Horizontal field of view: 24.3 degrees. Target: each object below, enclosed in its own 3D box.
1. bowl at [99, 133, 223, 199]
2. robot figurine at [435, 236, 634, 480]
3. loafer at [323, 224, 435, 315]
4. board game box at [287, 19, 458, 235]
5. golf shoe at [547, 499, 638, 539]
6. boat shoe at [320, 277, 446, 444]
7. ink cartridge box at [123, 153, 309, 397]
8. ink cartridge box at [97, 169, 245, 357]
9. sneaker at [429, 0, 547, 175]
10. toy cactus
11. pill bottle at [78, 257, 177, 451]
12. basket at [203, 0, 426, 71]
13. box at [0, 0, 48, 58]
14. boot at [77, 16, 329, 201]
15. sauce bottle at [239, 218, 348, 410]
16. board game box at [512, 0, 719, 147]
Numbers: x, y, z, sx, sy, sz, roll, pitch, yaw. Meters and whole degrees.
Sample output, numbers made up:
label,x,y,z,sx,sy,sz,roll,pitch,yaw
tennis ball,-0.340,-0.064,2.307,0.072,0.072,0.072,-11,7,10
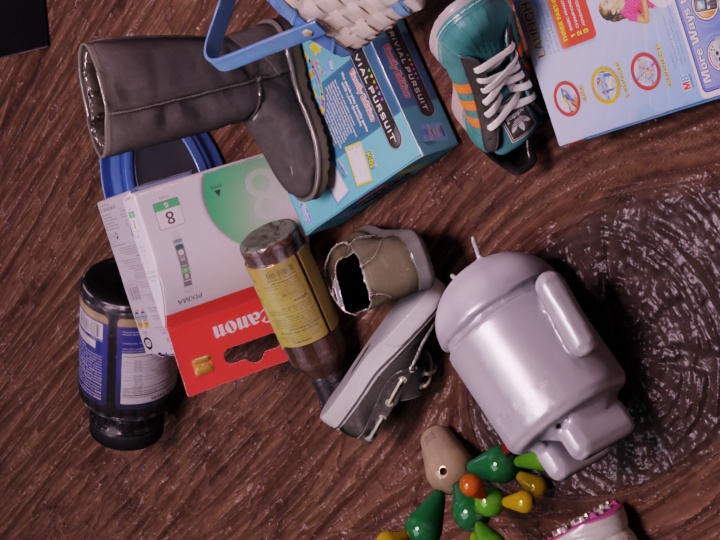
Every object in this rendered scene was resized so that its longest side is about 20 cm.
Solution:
label,x,y,z,sx,sy,sz,roll,pitch,yaw
bowl,-0.204,-0.083,1.768,0.200,0.039,0.202,25,124,43
robot figurine,0.136,0.068,1.355,0.200,0.113,0.170,56,143,17
loafer,0.000,0.000,1.501,0.076,0.069,0.200,71,161,0
board game box,-0.012,-0.138,1.499,0.200,0.047,0.152,-31,81,52
golf shoe,0.176,0.274,1.437,0.092,0.075,0.200,56,142,12
boat shoe,0.036,0.084,1.535,0.063,0.071,0.200,32,129,-5
ink cartridge box,-0.120,0.001,1.601,0.050,0.160,0.201,-13,96,68
ink cartridge box,-0.186,0.011,1.672,0.136,0.076,0.201,-7,100,68
sneaker,0.107,-0.141,1.277,0.080,0.071,0.200,55,177,24
toy cactus,0.082,0.199,1.479,0.200,0.102,0.165,-52,32,18
pill bottle,-0.257,0.095,1.855,0.112,0.112,0.201,34,130,37
basket,-0.037,-0.255,1.363,0.199,0.139,0.177,-7,60,35
box,-0.452,-0.356,1.895,0.182,0.104,0.201,23,123,42
boot,-0.135,-0.127,1.451,0.072,0.199,0.183,-14,95,53
sauce bottle,-0.053,0.050,1.597,0.065,0.065,0.201,7,125,49
board game box,0.196,-0.208,1.202,0.195,0.056,0.201,-14,95,53
